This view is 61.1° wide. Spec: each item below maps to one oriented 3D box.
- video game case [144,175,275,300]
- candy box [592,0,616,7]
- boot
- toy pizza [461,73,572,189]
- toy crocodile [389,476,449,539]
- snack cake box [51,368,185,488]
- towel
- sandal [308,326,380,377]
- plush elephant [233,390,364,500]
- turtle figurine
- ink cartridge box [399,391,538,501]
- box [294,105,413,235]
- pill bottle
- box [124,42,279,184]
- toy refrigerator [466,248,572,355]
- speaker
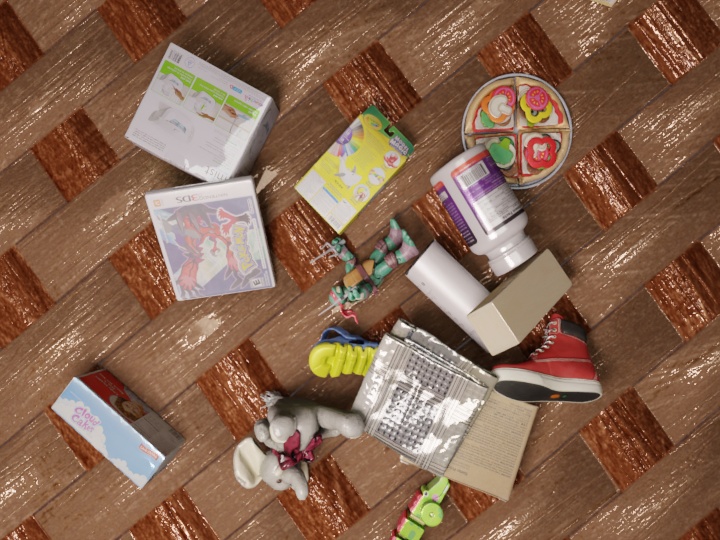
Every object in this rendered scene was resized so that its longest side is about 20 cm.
[{"bbox_3d":[-0.249,-0.050,1.031,0.177,0.023,0.204,-8,119,1],"label":"video game case"},{"bbox_3d":[0.371,-0.554,1.059,0.195,0.055,0.118,19,89,1],"label":"candy box"},{"bbox_3d":[0.296,0.138,1.016,0.195,0.073,0.147,6,58,-15],"label":"boot"},{"bbox_3d":[0.275,-0.246,1.067,0.194,0.032,0.206,0,89,1],"label":"toy pizza"},{"bbox_3d":[0.090,0.432,1.041,0.061,0.068,0.203,31,90,2],"label":"toy crocodile"},{"bbox_3d":[-0.403,0.261,1.030,0.199,0.115,0.068,41,90,2],"label":"snack cake box"},{"bbox_3d":[0.094,0.204,0.974,0.190,0.034,0.204,29,102,12],"label":"towel"},{"bbox_3d":[0.005,0.141,1.043,0.195,0.088,0.081,16,113,-18],"label":"sandal"},{"bbox_3d":[-0.115,0.296,0.996,0.162,0.198,0.159,7,90,-37],"label":"plush elephant"},{"bbox_3d":[0.000,0.000,1.039,0.198,0.101,0.150,-37,48,-1],"label":"turtle figurine"},{"bbox_3d":[0.180,0.269,1.038,0.196,0.075,0.169,20,91,1],"label":"ink cartridge box"},{"bbox_3d":[-0.009,-0.176,1.065,0.117,0.048,0.200,44,92,2],"label":"box"},{"bbox_3d":[0.212,-0.099,1.026,0.110,0.111,0.203,-31,89,0],"label":"pill bottle"},{"bbox_3d":[-0.267,-0.252,1.046,0.197,0.097,0.180,27,90,1],"label":"box"},{"bbox_3d":[0.259,0.049,0.992,0.199,0.070,0.077,-35,88,-40],"label":"toy refrigerator"},{"bbox_3d":[0.172,0.045,1.040,0.199,0.081,0.081,43,90,2],"label":"speaker"}]
